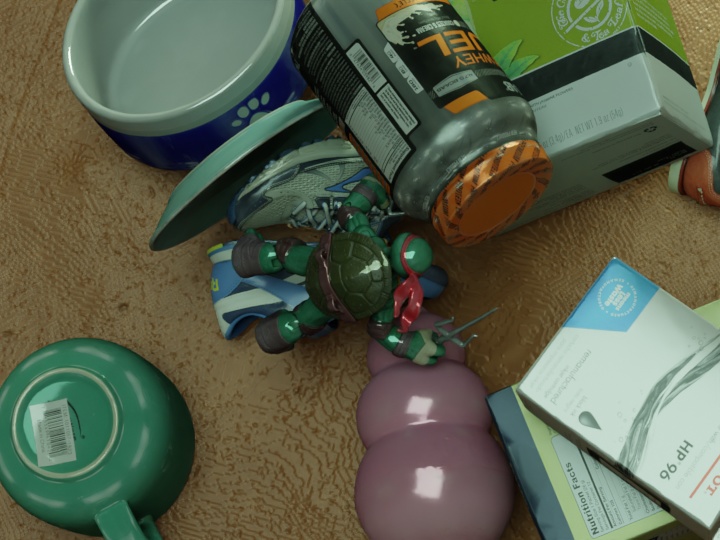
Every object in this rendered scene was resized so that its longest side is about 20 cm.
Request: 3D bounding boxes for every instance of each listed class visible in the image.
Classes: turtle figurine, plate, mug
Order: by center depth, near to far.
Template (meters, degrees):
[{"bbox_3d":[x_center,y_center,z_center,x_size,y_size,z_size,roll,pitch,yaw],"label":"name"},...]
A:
[{"bbox_3d":[0.000,0.000,1.501,0.199,0.101,0.150,-12,80,34],"label":"turtle figurine"},{"bbox_3d":[-0.091,-0.084,1.577,0.200,0.200,0.026,-37,86,-1],"label":"plate"},{"bbox_3d":[-0.205,0.138,1.587,0.185,0.114,0.152,30,83,16],"label":"mug"}]

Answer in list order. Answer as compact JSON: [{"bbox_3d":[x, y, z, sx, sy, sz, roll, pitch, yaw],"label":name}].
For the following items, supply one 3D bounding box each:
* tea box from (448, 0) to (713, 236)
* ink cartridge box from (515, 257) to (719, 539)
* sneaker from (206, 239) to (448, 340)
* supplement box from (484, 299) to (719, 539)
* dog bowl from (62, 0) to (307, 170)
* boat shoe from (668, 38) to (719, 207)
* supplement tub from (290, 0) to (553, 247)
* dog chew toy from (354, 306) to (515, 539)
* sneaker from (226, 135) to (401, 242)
[{"bbox_3d":[0.141,-0.160,1.566,0.199,0.134,0.198,-23,71,22],"label":"tea box"},{"bbox_3d":[0.218,0.098,1.338,0.200,0.068,0.116,35,84,16],"label":"ink cartridge box"},{"bbox_3d":[-0.027,0.019,1.611,0.199,0.074,0.083,1,82,15],"label":"sneaker"},{"bbox_3d":[0.215,0.132,1.471,0.199,0.200,0.135,-23,73,3],"label":"supplement box"},{"bbox_3d":[-0.140,-0.185,1.642,0.199,0.079,0.201,-11,56,17],"label":"dog bowl"},{"bbox_3d":[0.308,-0.144,1.587,0.062,0.071,0.201,20,86,28],"label":"boat shoe"},{"bbox_3d":[0.046,-0.122,1.465,0.122,0.123,0.200,-36,68,0],"label":"supplement tub"},{"bbox_3d":[0.050,0.124,1.549,0.124,0.125,0.201,-11,66,7],"label":"dog chew toy"},{"bbox_3d":[-0.008,-0.060,1.593,0.199,0.077,0.085,-18,74,-20],"label":"sneaker"}]
